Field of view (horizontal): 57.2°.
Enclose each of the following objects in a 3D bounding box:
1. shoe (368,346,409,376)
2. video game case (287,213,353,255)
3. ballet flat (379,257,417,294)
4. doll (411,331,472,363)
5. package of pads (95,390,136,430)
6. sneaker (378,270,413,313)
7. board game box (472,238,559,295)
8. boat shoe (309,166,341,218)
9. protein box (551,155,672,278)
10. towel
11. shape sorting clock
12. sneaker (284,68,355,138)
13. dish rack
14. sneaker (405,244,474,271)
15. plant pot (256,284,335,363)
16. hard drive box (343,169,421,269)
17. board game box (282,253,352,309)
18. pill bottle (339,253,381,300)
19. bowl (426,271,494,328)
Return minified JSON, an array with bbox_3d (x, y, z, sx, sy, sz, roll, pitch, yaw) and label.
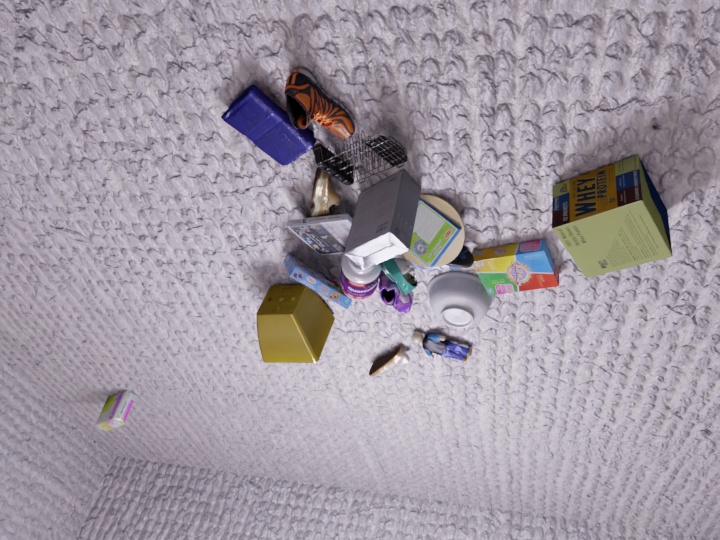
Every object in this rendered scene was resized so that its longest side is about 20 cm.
[{"bbox_3d":[0.096,0.325,2.270,0.053,0.071,0.200,35,137,-14],"label":"shoe"},{"bbox_3d":[-0.075,-0.095,1.781,0.178,0.024,0.200,-4,157,23],"label":"video game case"},{"bbox_3d":[0.110,0.002,1.791,0.070,0.068,0.200,-30,150,8],"label":"ballet flat"},{"bbox_3d":[0.256,0.248,2.133,0.196,0.049,0.137,20,142,-7],"label":"doll"},{"bbox_3d":[-1.131,0.651,3.048,0.198,0.157,0.068,-23,130,40],"label":"package of pads"},{"bbox_3d":[0.096,0.073,1.931,0.079,0.090,0.201,-5,140,22],"label":"sneaker"},{"bbox_3d":[0.413,-0.006,1.758,0.197,0.041,0.154,-9,137,29],"label":"board game box"},{"bbox_3d":[-0.085,-0.192,1.673,0.075,0.073,0.201,11,155,-2],"label":"boat shoe"},{"bbox_3d":[0.563,-0.115,1.485,0.197,0.137,0.198,-18,133,35],"label":"protein box"},{"bbox_3d":[-0.211,-0.339,1.545,0.199,0.050,0.146,37,145,-28],"label":"towel"},{"bbox_3d":[0.170,-0.100,1.683,0.196,0.039,0.204,11,119,20],"label":"shape sorting clock"},{"bbox_3d":[-0.096,-0.336,1.447,0.199,0.114,0.077,38,138,-29],"label":"sneaker"},{"bbox_3d":[0.004,-0.265,1.521,0.197,0.056,0.153,-18,157,29],"label":"dish rack"},{"bbox_3d":[0.210,-0.037,1.771,0.196,0.077,0.077,11,151,21],"label":"sneaker"},{"bbox_3d":[-0.218,0.154,2.073,0.196,0.202,0.179,-3,129,22],"label":"plant pot"},{"bbox_3d":[0.055,-0.122,1.597,0.154,0.203,0.077,-22,132,40],"label":"hard drive box"},{"bbox_3d":[-0.127,0.031,1.919,0.198,0.151,0.037,30,97,-21],"label":"board game box"},{"bbox_3d":[0.000,0.000,1.814,0.110,0.115,0.201,13,159,2],"label":"pill bottle"},{"bbox_3d":[0.283,0.102,1.901,0.197,0.092,0.203,9,144,7],"label":"bowl"}]
